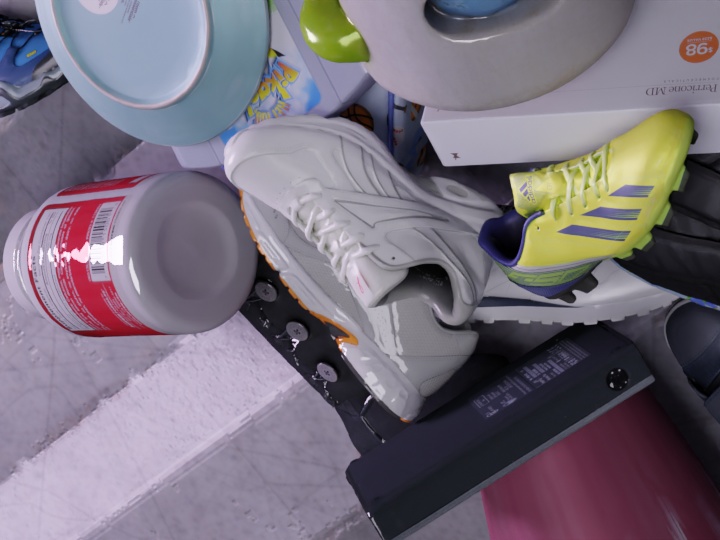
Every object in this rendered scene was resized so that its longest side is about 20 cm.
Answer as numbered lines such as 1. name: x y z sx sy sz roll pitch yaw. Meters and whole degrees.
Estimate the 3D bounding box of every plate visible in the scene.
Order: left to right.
1. plate: -0.147 -0.175 1.476 0.199 0.026 0.202 16 120 30

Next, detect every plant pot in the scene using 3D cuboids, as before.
1. plant pot: 0.168 0.178 1.525 0.199 0.200 0.180 -25 87 32

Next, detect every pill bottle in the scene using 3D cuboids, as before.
1. pill bottle: -0.170 -0.009 1.594 0.199 0.112 0.113 -3 115 53

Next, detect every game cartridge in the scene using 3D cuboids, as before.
1. game cartridge: -0.071 -0.145 1.474 0.199 0.040 0.134 -24 99 40

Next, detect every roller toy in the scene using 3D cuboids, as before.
1. roller toy: 0.069 -0.202 1.333 0.182 0.200 0.140 19 146 33

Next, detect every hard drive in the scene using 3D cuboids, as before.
1. hard drive: 0.085 0.101 1.460 0.199 0.140 0.033 -32 99 -2

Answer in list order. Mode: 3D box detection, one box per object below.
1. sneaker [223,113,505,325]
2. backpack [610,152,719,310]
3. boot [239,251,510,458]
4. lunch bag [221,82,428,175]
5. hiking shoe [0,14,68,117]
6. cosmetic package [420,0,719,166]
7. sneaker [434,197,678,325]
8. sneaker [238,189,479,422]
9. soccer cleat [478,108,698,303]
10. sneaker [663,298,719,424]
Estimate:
1. sneaker: 0.001 -0.029 1.442 0.199 0.100 0.078 22 142 -11
2. backpack: 0.242 -0.047 1.411 0.198 0.154 0.164 3 124 8
3. boot: 0.000 0.036 1.592 0.165 0.066 0.201 -33 95 41
4. lunch bag: -0.032 -0.140 1.520 0.159 0.076 0.201 15 118 21
5. hiking shoe: -0.271 -0.157 1.619 0.199 0.074 0.087 -16 108 30
6. cosmetic package: 0.149 -0.142 1.389 0.199 0.152 0.052 -2 147 25
7. sneaker: 0.133 -0.011 1.512 0.199 0.076 0.081 -3 104 24
8. sneaker: 0.000 0.000 1.518 0.092 0.076 0.200 -39 95 2
9. soccer cleat: 0.133 -0.042 1.350 0.083 0.065 0.200 29 148 -8
10. sneaker: 0.280 0.094 1.490 0.200 0.079 0.079 39 124 4
